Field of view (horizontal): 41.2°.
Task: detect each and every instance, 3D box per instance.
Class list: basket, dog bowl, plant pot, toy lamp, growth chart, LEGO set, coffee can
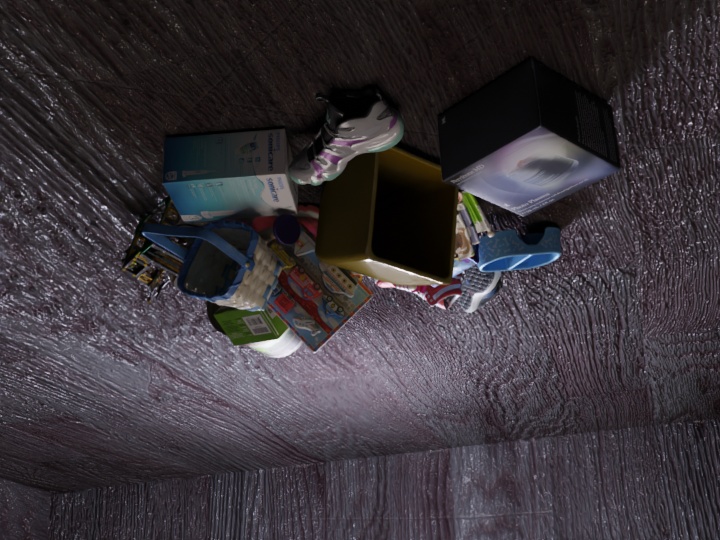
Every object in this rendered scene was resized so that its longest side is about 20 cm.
[{"bbox_3d":[-0.241,-0.021,1.561,0.174,0.141,0.199,9,164,41],"label":"basket"},{"bbox_3d":[0.306,-0.038,1.860,0.197,0.050,0.111,-5,162,-28],"label":"dog bowl"},{"bbox_3d":[0.028,-0.078,1.627,0.192,0.199,0.198,17,161,-38],"label":"plant pot"},{"bbox_3d":[-0.175,-0.058,1.650,0.057,0.059,0.199,15,165,-35],"label":"toy lamp"},{"bbox_3d":[0.143,-0.058,1.732,0.198,0.018,0.145,-33,115,14],"label":"growth chart"},{"bbox_3d":[-0.331,-0.043,1.705,0.115,0.156,0.199,30,136,-24],"label":"LEGO set"},{"bbox_3d":[-0.211,0.089,2.008,0.144,0.149,0.200,-11,159,19],"label":"coffee can"}]

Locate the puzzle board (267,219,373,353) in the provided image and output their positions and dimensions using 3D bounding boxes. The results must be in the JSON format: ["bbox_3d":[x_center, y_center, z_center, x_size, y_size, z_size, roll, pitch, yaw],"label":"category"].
[{"bbox_3d":[-0.096,0.023,1.676,0.151,0.200,0.017,-43,169,-17],"label":"puzzle board"}]

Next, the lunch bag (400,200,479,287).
[{"bbox_3d":[0.106,-0.060,1.810,0.197,0.096,0.150,20,152,-24],"label":"lunch bag"}]

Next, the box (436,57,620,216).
[{"bbox_3d":[0.253,-0.193,1.461,0.196,0.125,0.199,18,149,-37],"label":"box"}]

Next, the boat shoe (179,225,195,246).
[{"bbox_3d":[-0.264,-0.033,1.831,0.196,0.069,0.073,13,150,-27],"label":"boat shoe"}]

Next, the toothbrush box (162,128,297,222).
[{"bbox_3d":[-0.207,-0.151,1.553,0.196,0.087,0.147,-4,157,4],"label":"toothbrush box"}]

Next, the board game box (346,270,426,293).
[{"bbox_3d":[0.000,0.000,1.836,0.197,0.026,0.199,9,-172,-37],"label":"board game box"}]

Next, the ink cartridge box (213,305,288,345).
[{"bbox_3d":[-0.155,0.042,1.781,0.146,0.200,0.076,-12,117,47],"label":"ink cartridge box"}]

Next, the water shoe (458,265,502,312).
[{"bbox_3d":[0.266,0.018,2.039,0.078,0.072,0.201,-24,163,-23],"label":"water shoe"}]

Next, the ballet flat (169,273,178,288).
[{"bbox_3d":[-0.320,0.023,2.002,0.198,0.047,0.068,17,119,-49],"label":"ballet flat"}]

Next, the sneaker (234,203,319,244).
[{"bbox_3d":[-0.162,-0.070,1.741,0.196,0.088,0.074,-2,156,0],"label":"sneaker"}]

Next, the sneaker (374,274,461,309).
[{"bbox_3d":[0.119,0.035,1.970,0.197,0.115,0.071,-17,166,31],"label":"sneaker"}]

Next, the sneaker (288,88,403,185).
[{"bbox_3d":[-0.045,-0.214,1.438,0.198,0.079,0.140,-28,146,12],"label":"sneaker"}]
